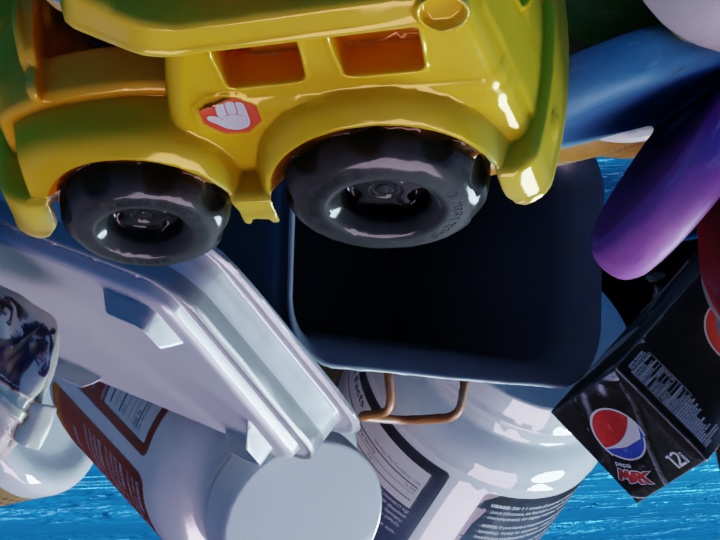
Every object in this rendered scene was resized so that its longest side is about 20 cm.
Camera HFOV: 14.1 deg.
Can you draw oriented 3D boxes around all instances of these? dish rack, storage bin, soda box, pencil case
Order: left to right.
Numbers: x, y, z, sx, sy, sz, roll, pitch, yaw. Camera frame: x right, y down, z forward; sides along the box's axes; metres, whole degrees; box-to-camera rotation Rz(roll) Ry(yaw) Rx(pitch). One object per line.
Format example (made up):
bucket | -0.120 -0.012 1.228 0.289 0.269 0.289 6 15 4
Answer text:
pencil case | -0.218 0.009 1.247 0.200 0.078 0.089 35 -170 -26
dish rack | -0.109 0.021 1.316 0.200 0.044 0.172 20 159 39
storage bin | 0.000 0.000 1.388 0.199 0.146 0.134 6 173 -41
soda box | 0.182 0.021 1.422 0.200 0.063 0.071 -44 -179 -34

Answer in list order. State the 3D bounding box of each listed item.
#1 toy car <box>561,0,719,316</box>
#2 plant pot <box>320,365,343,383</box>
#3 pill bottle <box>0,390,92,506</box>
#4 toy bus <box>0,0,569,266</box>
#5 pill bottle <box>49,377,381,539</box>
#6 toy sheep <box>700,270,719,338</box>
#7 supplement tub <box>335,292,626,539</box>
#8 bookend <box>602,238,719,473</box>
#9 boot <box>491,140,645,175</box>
toy car | 0.139 -0.055 1.072 0.199 0.150 0.175 29 160 -9
plant pot | 0.000 0.054 1.634 0.199 0.028 0.200 -10 140 -8
pill bottle | -0.256 0.088 1.677 0.199 0.115 0.114 -14 165 32
toy bus | -0.044 -0.101 0.959 0.199 0.136 0.192 -6 154 12
pill bottle | -0.071 0.082 1.451 0.112 0.113 0.200 2 -159 -30
toy sheep | 0.208 -0.019 1.242 0.137 0.138 0.201 -5 128 -3
supplement tub | 0.048 0.092 1.564 0.140 0.141 0.200 3 137 -31
bookend | 0.194 0.050 1.574 0.199 0.092 0.199 -9 -165 16
boot | 0.086 -0.085 1.206 0.144 0.071 0.201 -20 166 31
